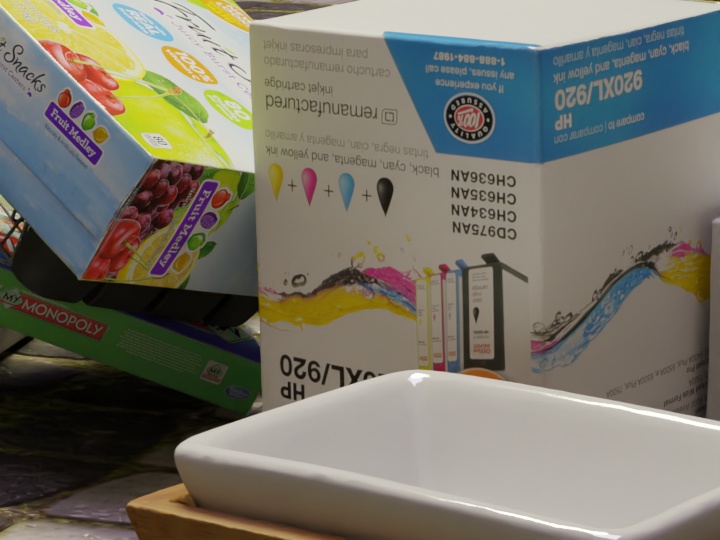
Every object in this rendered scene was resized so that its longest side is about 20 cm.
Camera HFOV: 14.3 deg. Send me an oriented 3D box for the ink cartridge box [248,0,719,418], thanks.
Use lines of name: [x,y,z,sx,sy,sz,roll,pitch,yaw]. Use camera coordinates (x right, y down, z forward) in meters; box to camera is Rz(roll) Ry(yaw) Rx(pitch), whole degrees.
ink cartridge box: [0.055,-0.006,1.159,0.147,0.200,0.145,9,17,37]

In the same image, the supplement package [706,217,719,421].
supplement package: [0.244,0.026,1.190,0.121,0.120,0.200,9,15,36]

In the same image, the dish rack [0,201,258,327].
dish rack: [-0.133,-0.052,1.307,0.153,0.055,0.200,12,30,-48]

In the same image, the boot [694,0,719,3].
boot: [0.175,-0.105,1.749,0.073,0.156,0.200,-6,13,-26]

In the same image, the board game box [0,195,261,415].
board game box: [-0.147,-0.006,1.316,0.200,0.029,0.135,22,16,-26]

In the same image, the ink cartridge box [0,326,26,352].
ink cartridge box: [-0.252,0.008,1.388,0.146,0.085,0.200,2,10,12]

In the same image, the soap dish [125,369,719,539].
soap dish: [0.047,0.095,0.957,0.200,0.081,0.157,8,14,37]

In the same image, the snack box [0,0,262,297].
snack box: [-0.085,-0.062,1.229,0.169,0.068,0.200,44,21,30]
